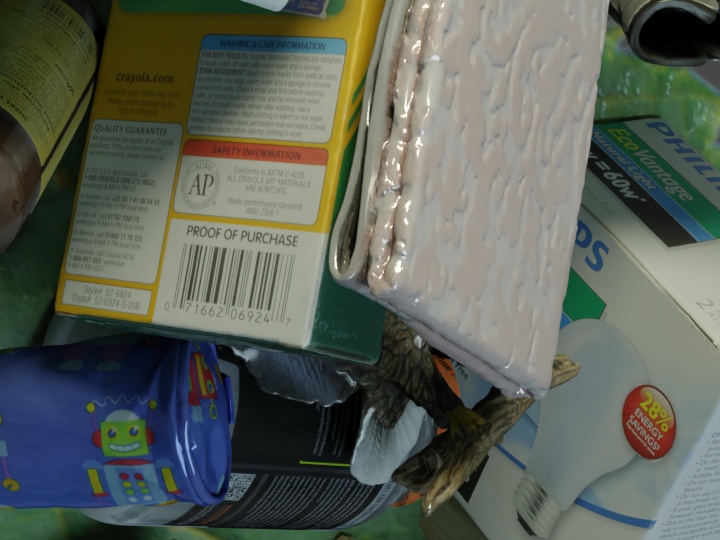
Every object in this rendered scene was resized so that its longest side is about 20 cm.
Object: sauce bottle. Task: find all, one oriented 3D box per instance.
[{"bbox_3d":[-0.144,-0.043,0.720,0.064,0.201,0.065,4,121,7],"label":"sauce bottle"}]

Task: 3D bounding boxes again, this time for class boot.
[{"bbox_3d":[0.172,-0.139,0.936,0.198,0.131,0.068,-9,135,-34],"label":"boot"}]

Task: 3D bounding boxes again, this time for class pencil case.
[{"bbox_3d":[-0.149,0.063,0.835,0.087,0.198,0.079,-42,128,-72],"label":"pencil case"}]

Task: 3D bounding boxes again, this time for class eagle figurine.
[{"bbox_3d":[0.005,-0.005,0.879,0.151,0.200,0.152,-43,175,3],"label":"eagle figurine"}]

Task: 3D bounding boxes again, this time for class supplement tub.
[{"bbox_3d":[-0.050,0.065,0.968,0.199,0.123,0.123,10,122,-45],"label":"supplement tub"}]

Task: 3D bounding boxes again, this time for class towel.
[{"bbox_3d":[0.051,-0.065,0.763,0.191,0.032,0.202,31,67,-63],"label":"towel"}]

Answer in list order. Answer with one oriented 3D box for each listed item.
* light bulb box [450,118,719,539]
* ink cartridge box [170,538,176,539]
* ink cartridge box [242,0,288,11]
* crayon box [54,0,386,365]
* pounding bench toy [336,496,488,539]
[{"bbox_3d":[0.142,0.057,1.060,0.124,0.198,0.201,-8,133,-38],"label":"light bulb box"},{"bbox_3d":[-0.187,0.238,1.100,0.198,0.041,0.201,-23,140,-21],"label":"ink cartridge box"},{"bbox_3d":[-0.105,-0.177,0.645,0.199,0.146,0.083,12,122,-46],"label":"ink cartridge box"},{"bbox_3d":[-0.039,-0.072,0.757,0.051,0.125,0.202,16,82,-54],"label":"crayon box"},{"bbox_3d":[0.048,0.238,1.232,0.200,0.124,0.155,-49,143,14],"label":"pounding bench toy"}]
